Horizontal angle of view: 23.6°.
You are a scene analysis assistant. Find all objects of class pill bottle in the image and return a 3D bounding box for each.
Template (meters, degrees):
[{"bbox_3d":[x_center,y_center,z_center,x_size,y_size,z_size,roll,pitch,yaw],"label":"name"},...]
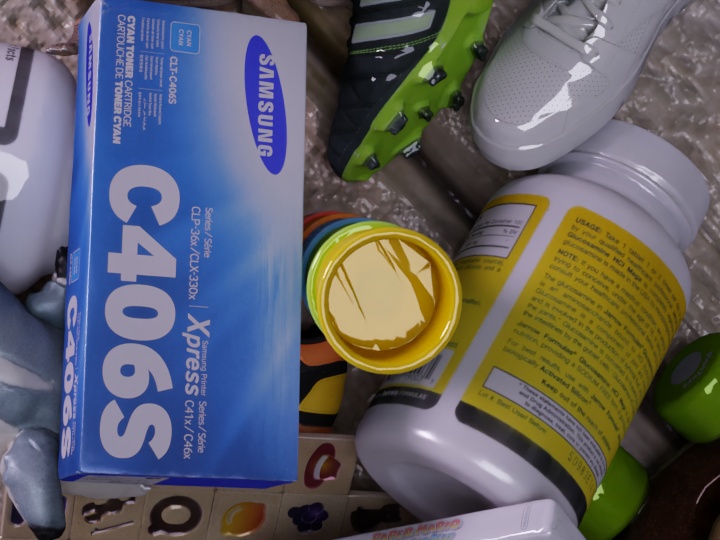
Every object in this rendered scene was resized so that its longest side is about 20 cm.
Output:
[{"bbox_3d":[-0.194,-0.051,0.786,0.199,0.116,0.116,12,95,-12],"label":"pill bottle"},{"bbox_3d":[0.090,0.029,0.831,0.112,0.112,0.200,37,67,-13],"label":"pill bottle"}]

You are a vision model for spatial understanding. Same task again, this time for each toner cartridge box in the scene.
[{"bbox_3d":[-0.075,-0.010,0.735,0.095,0.043,0.201,4,79,-22],"label":"toner cartridge box"}]

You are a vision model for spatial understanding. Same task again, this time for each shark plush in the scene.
[{"bbox_3d":[-0.152,0.021,0.751,0.083,0.091,0.200,-34,100,-10],"label":"shark plush"}]

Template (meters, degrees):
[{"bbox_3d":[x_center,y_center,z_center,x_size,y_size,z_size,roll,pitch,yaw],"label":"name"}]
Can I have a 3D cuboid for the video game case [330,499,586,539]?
[{"bbox_3d":[0.058,0.189,0.830,0.181,0.023,0.200,-16,129,31],"label":"video game case"}]

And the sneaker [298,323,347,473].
[{"bbox_3d":[-0.100,0.036,0.843,0.199,0.070,0.090,15,92,-18],"label":"sneaker"}]

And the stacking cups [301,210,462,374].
[{"bbox_3d":[0.000,0.000,0.786,0.060,0.200,0.061,-1,97,-7],"label":"stacking cups"}]

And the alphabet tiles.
[{"bbox_3d":[-0.080,0.147,0.855,0.199,0.006,0.167,4,120,-15],"label":"alphabet tiles"}]

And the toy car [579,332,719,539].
[{"bbox_3d":[0.197,0.155,0.834,0.164,0.200,0.158,40,107,-12],"label":"toy car"}]

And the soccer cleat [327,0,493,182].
[{"bbox_3d":[0.025,-0.133,0.826,0.081,0.067,0.200,42,126,22],"label":"soccer cleat"}]

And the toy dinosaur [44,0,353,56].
[{"bbox_3d":[-0.087,-0.164,0.811,0.199,0.086,0.136,0,91,-16],"label":"toy dinosaur"}]

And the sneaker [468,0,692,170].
[{"bbox_3d":[0.115,-0.148,0.815,0.074,0.116,0.200,33,72,25],"label":"sneaker"}]
